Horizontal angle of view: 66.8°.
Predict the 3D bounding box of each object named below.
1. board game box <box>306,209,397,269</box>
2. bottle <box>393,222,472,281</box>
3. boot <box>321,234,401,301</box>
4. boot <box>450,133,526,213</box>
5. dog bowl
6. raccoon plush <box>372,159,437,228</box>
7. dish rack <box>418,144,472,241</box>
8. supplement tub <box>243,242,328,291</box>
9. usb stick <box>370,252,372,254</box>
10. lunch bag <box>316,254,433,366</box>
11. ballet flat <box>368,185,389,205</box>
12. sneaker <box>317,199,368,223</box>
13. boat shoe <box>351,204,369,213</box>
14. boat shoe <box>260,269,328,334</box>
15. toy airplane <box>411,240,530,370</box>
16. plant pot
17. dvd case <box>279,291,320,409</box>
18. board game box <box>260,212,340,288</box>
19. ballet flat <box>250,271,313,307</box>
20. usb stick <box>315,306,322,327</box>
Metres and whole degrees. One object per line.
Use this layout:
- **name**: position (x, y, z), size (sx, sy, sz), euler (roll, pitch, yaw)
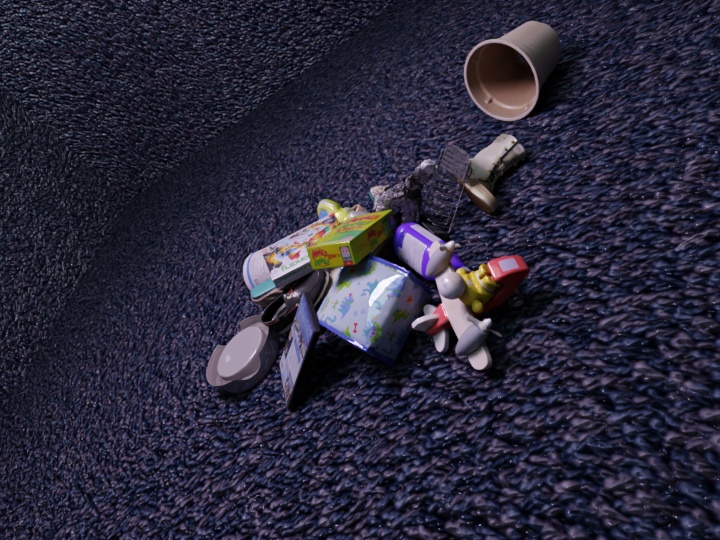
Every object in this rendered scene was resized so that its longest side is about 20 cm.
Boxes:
- **board game box**: position (-0.013, -0.065, 1.107), size (0.101, 0.048, 0.200), euler (-7, 19, 31)
- **bottle**: position (0.144, -0.025, 1.096), size (0.065, 0.084, 0.200), euler (-15, 34, -28)
- **boot**: position (0.000, 0.000, 1.226), size (0.154, 0.072, 0.201), euler (15, 70, 55)
- **boot**: position (0.291, -0.215, 1.179), size (0.154, 0.072, 0.201), euler (-34, 32, 10)
- **dog bowl**: position (-0.280, 0.206, 1.323), size (0.199, 0.059, 0.201), euler (-30, 33, 21)
- **raccoon plush**: position (0.104, -0.175, 1.224), size (0.200, 0.097, 0.134), euler (-42, 24, 21)
- **dish rack**: position (0.172, -0.171, 1.188), size (0.154, 0.054, 0.202), euler (-124, 46, -59)
- **supplement tub**: position (-0.195, -0.010, 1.420), size (0.199, 0.132, 0.133), euler (-19, 38, 32)
- **usb stick**: position (0.000, -0.057, 1.350), size (0.199, 0.033, 0.056), euler (-3, 48, 46)
- **lunch bag**: position (0.013, 0.064, 1.066), size (0.199, 0.127, 0.171), euler (24, 80, 40)
- **ballet flat**: position (0.066, -0.162, 1.370), size (0.063, 0.076, 0.201), euler (-21, 37, 4)
- **sneaker**: position (-0.034, -0.103, 1.366), size (0.199, 0.075, 0.106), euler (28, 108, 38)
- **boat shoe**: position (-0.062, -0.117, 1.457), size (0.199, 0.069, 0.074), euler (-27, 34, 24)
- **boat shoe**: position (-0.150, 0.067, 1.246), size (0.201, 0.063, 0.074), euler (-43, 35, 23)
- **toy airplane**: position (0.165, 0.048, 0.928), size (0.199, 0.141, 0.201), euler (15, 78, 42)
- **plant pot**: position (0.385, -0.499, 1.324), size (0.183, 0.201, 0.200), euler (-44, 29, -26)
- **dvd case**: position (-0.129, 0.166, 1.136), size (0.143, 0.017, 0.201), euler (-116, 42, -57)
- **board game box**: position (-0.125, -0.048, 1.268), size (0.199, 0.035, 0.127), euler (-28, 41, -5)
- **ballet flat**: position (-0.166, 0.032, 1.307), size (0.199, 0.067, 0.068), euler (-24, 42, 14)
- **usb stick**: position (-0.141, 0.096, 1.309), size (0.056, 0.033, 0.199), euler (-52, 33, -11)
